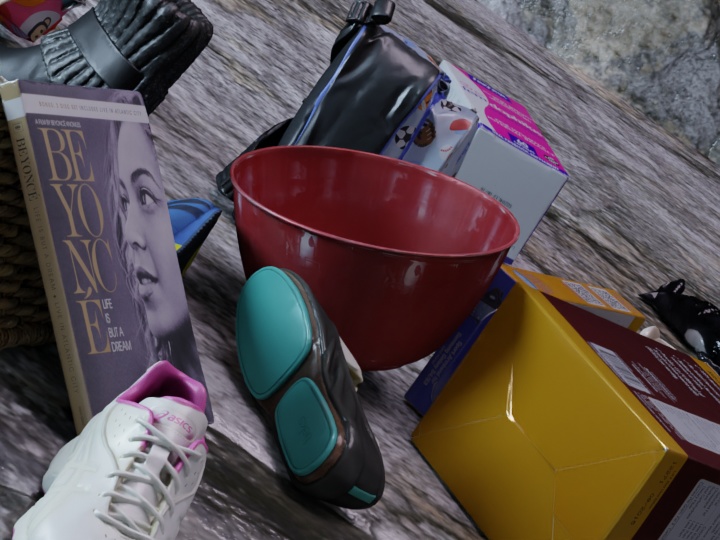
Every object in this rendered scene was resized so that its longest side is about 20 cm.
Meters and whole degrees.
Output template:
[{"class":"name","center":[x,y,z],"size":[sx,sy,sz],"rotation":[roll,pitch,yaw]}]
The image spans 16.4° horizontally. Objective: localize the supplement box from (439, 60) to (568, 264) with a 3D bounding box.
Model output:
[{"class":"supplement box","center":[0.106,-0.103,2.304],"size":[0.101,0.104,0.200],"rotation":[28,14,-19]}]

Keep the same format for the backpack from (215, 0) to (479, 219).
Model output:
[{"class":"backpack","center":[0.005,-0.100,1.933],"size":[0.154,0.200,0.191],"rotation":[38,8,-5]}]

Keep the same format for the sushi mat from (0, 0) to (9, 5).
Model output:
[{"class":"sushi mat","center":[-0.315,-0.193,1.688],"size":[0.096,0.012,0.200],"rotation":[44,39,9]}]

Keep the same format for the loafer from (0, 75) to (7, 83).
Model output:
[{"class":"loafer","center":[-0.261,-0.110,1.585],"size":[0.200,0.075,0.070],"rotation":[31,19,-14]}]

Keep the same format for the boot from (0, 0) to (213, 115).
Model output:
[{"class":"boot","center":[-0.197,-0.151,1.681],"size":[0.211,0.158,0.079],"rotation":[39,13,35]}]

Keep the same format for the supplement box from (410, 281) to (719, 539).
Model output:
[{"class":"supplement box","center":[0.179,0.138,1.642],"size":[0.200,0.133,0.197],"rotation":[22,19,-39]}]

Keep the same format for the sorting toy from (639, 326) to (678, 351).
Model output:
[{"class":"sorting toy","center":[0.283,0.142,1.941],"size":[0.200,0.107,0.180],"rotation":[37,8,11]}]

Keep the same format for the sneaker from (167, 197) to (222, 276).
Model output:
[{"class":"sneaker","center":[-0.144,-0.023,1.585],"size":[0.078,0.066,0.200],"rotation":[31,15,3]}]

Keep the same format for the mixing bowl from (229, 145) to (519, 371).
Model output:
[{"class":"mixing bowl","center":[0.000,0.000,1.685],"size":[0.199,0.109,0.200],"rotation":[11,19,-4]}]

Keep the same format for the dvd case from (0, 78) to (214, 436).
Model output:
[{"class":"dvd case","center":[-0.139,-0.006,1.394],"size":[0.149,0.016,0.201],"rotation":[-2,78,-68]}]

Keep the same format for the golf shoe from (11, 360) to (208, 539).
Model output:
[{"class":"golf shoe","center":[-0.114,0.106,1.195],"size":[0.075,0.092,0.200],"rotation":[32,16,-13]}]

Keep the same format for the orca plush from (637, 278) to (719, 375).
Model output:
[{"class":"orca plush","center":[0.361,0.056,2.409],"size":[0.105,0.071,0.200],"rotation":[24,18,-36]}]

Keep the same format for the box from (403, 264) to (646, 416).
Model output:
[{"class":"box","center":[0.113,0.060,1.772],"size":[0.041,0.119,0.200],"rotation":[44,17,32]}]

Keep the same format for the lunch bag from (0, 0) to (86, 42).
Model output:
[{"class":"lunch bag","center":[-0.286,-0.247,1.889],"size":[0.176,0.082,0.200],"rotation":[48,-3,-29]}]

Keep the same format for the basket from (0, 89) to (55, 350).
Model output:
[{"class":"basket","center":[-0.245,-0.033,1.407],"size":[0.142,0.150,0.200],"rotation":[4,5,20]}]

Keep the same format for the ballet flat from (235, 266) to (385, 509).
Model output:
[{"class":"ballet flat","center":[-0.029,0.078,1.532],"size":[0.068,0.068,0.200],"rotation":[36,22,-34]}]
